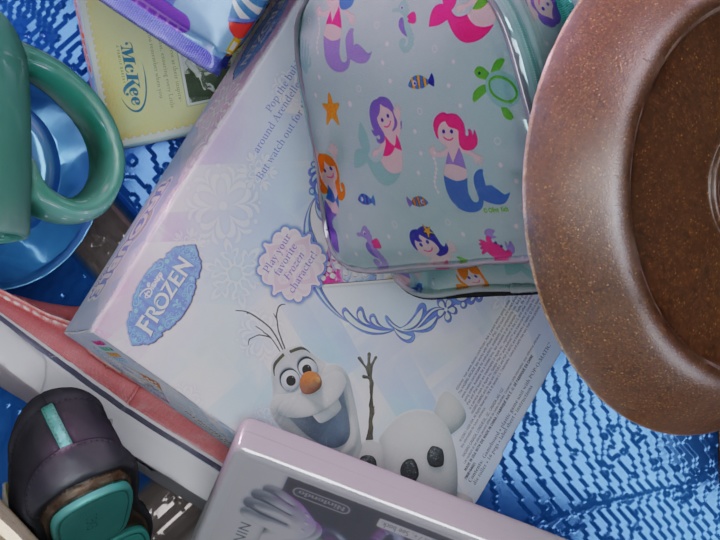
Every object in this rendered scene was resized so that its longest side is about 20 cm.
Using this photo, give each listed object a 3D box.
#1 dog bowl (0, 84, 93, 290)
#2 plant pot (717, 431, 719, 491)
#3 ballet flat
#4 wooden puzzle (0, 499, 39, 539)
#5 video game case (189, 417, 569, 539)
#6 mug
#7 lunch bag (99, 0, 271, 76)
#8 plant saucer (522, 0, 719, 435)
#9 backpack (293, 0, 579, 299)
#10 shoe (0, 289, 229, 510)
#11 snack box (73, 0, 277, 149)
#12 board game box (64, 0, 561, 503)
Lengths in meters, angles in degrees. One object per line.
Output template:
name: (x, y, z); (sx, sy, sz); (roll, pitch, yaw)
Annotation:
dog bowl: (-0.218, -0.055, 1.290); (0.200, 0.050, 0.112); (10, 92, -4)
plant pot: (0.267, 0.065, 1.269); (0.200, 0.187, 0.187); (1, 92, 12)
ballet flat: (-0.131, 0.106, 1.244); (0.073, 0.200, 0.073); (2, 65, -4)
wooden puzzle: (-0.148, 0.189, 1.249); (0.185, 0.200, 0.037); (48, 54, -4)
video game case: (0.014, 0.161, 1.262); (0.200, 0.182, 0.023); (21, 47, -4)
mug: (-0.210, -0.070, 1.202); (0.152, 0.185, 0.115); (-3, 86, 30)
lunch bag: (-0.103, -0.202, 1.204); (0.200, 0.094, 0.151); (33, 95, -3)
plant saucer: (0.146, -0.033, 1.098); (0.200, 0.034, 0.201); (-2, 93, -40)
backpack: (0.063, -0.089, 1.163); (0.150, 0.177, 0.200); (-9, 95, -43)
shoe: (-0.104, 0.036, 1.276); (0.200, 0.071, 0.091); (34, 78, -18)
snack box: (-0.081, -0.164, 1.272); (0.116, 0.037, 0.200); (-12, 106, -8)
board game box: (0.000, 0.000, 1.259); (0.199, 0.043, 0.200); (37, 74, -20)
